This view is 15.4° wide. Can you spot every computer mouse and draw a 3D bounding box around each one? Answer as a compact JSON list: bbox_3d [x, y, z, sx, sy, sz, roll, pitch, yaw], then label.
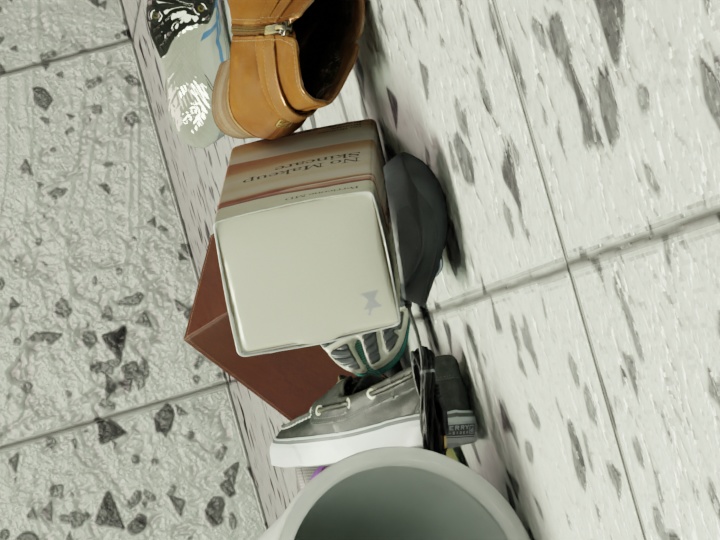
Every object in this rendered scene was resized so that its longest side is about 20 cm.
[{"bbox_3d":[0.041,0.023,1.562,0.059,0.034,0.201,-98,0,-61],"label":"computer mouse"}]

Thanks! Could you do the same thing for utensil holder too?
[{"bbox_3d":[-0.005,0.216,1.613,0.200,0.169,0.171,-45,59,61],"label":"utensil holder"}]

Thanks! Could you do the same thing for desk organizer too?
[{"bbox_3d":[-0.049,0.043,1.845,0.200,0.077,0.072,42,-158,-51],"label":"desk organizer"}]

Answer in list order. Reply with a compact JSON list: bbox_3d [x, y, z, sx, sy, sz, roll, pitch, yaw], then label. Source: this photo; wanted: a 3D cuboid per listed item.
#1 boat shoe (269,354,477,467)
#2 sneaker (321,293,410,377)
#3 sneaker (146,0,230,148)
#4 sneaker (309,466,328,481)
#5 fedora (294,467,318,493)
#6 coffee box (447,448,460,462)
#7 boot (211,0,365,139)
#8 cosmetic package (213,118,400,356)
[{"bbox_3d":[0.008,0.092,1.707,0.200,0.068,0.057,-14,80,54],"label":"boat shoe"},{"bbox_3d":[0.000,0.000,1.798,0.080,0.077,0.200,57,-168,-41],"label":"sneaker"},{"bbox_3d":[-0.154,-0.213,2.472,0.073,0.072,0.201,-64,-26,-59],"label":"sneaker"},{"bbox_3d":[0.001,0.157,1.853,0.088,0.080,0.200,37,148,21],"label":"sneaker"},{"bbox_3d":[-0.002,0.166,1.995,0.177,0.090,0.201,96,157,-71],"label":"fedora"},{"bbox_3d":[0.067,0.223,1.780,0.123,0.044,0.201,-113,11,-45],"label":"coffee box"},{"bbox_3d":[-0.046,-0.183,1.681,0.155,0.076,0.201,167,114,-68],"label":"boot"},{"bbox_3d":[-0.031,-0.024,1.637,0.200,0.103,0.088,-93,-8,-74],"label":"cosmetic package"}]
